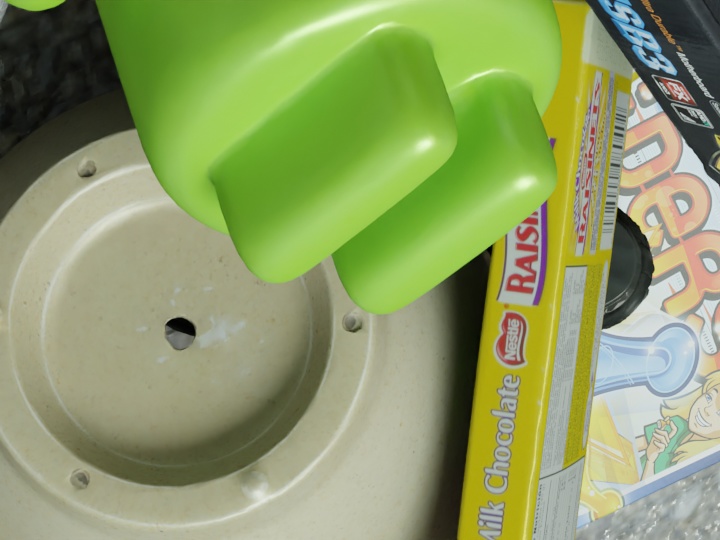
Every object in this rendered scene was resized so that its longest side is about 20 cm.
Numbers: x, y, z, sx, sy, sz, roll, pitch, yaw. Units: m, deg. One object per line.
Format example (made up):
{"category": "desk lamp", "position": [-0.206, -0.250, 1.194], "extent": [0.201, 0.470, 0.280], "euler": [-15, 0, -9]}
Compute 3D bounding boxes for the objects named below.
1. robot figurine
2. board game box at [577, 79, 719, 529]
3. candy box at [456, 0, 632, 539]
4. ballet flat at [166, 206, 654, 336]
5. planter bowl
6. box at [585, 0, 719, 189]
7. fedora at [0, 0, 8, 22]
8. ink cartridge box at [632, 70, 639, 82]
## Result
{"category": "robot figurine", "position": [-0.017, -0.089, 0.796], "extent": [0.116, 0.201, 0.175], "euler": [-38, 146, 29]}
{"category": "board game box", "position": [0.070, -0.010, 1.057], "extent": [0.135, 0.034, 0.201], "euler": [-25, 110, -8]}
{"category": "candy box", "position": [0.055, 0.021, 0.888], "extent": [0.102, 0.026, 0.201], "euler": [0, 97, -75]}
{"category": "ballet flat", "position": [0.000, 0.000, 0.998], "extent": [0.057, 0.199, 0.067], "euler": [78, 17, -78]}
{"category": "planter bowl", "position": [-0.050, 0.026, 0.899], "extent": [0.200, 0.200, 0.135], "euler": [-46, 169, -6]}
{"category": "box", "position": [0.127, -0.146, 0.832], "extent": [0.201, 0.050, 0.199], "euler": [-60, 139, -17]}
{"category": "fedora", "position": [-0.155, -0.101, 0.825], "extent": [0.200, 0.090, 0.177], "euler": [-49, 139, -3]}
{"category": "ink cartridge box", "position": [0.152, -0.170, 0.953], "extent": [0.197, 0.047, 0.200], "euler": [-34, 160, -37]}
